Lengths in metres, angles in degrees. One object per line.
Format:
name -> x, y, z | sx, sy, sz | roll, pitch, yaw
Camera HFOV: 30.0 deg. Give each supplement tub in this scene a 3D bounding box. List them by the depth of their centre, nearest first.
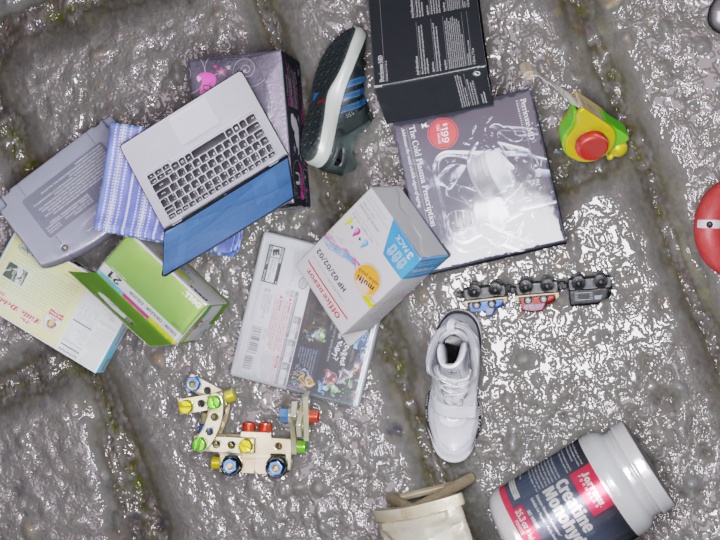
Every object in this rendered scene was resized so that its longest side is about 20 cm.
supplement tub -> 0.274, 0.291, 1.678 | 0.200, 0.140, 0.141 | -33, 84, 8

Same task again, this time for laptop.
laptop -> -0.191, -0.121, 1.639 | 0.187, 0.116, 0.200 | -30, 82, 9

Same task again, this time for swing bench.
swing bench -> 0.102, 0.374, 1.676 | 0.129, 0.200, 0.199 | -16, 87, 9

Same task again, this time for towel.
towel -> -0.238, -0.103, 1.715 | 0.199, 0.024, 0.145 | 10, 92, 10

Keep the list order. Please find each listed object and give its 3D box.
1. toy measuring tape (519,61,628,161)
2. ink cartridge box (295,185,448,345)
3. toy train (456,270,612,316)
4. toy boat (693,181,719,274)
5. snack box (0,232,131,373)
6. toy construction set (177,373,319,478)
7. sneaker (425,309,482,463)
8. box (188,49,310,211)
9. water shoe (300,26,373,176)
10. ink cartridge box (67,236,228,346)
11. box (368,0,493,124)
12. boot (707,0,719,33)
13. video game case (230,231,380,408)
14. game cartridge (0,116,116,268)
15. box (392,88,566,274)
toy measuring tape -> 0.258, -0.189, 1.691 | 0.200, 0.074, 0.074 | 28, 95, -30
ink cartridge box -> 0.000, 0.000, 1.697 | 0.200, 0.068, 0.115 | -45, 70, 31
toy train -> 0.225, 0.032, 1.744 | 0.199, 0.034, 0.046 | -5, 101, 9
toy boat -> 0.510, -0.051, 1.645 | 0.199, 0.131, 0.131 | 3, 90, 9
snack box -> -0.413, 0.042, 1.848 | 0.200, 0.037, 0.116 | 30, 93, 8
toy construction set -> -0.144, 0.206, 1.780 | 0.199, 0.092, 0.132 | 2, 90, 20
sneaker -> 0.116, 0.150, 1.718 | 0.075, 0.115, 0.201 | 3, 90, 10
box -> -0.146, -0.178, 1.765 | 0.132, 0.115, 0.201 | -5, 88, 9
water shoe -> -0.021, -0.221, 1.776 | 0.079, 0.071, 0.200 | 25, 76, -32
ink cartridge box -> -0.270, 0.024, 1.741 | 0.148, 0.200, 0.076 | 42, 96, 7
box -> 0.086, -0.294, 1.700 | 0.141, 0.079, 0.200 | -8, 55, 8
boot -> 0.531, -0.322, 1.643 | 0.199, 0.132, 0.070 | 3, 91, 9
video game case -> -0.065, 0.065, 1.797 | 0.181, 0.023, 0.201 | 14, 91, 10
game cartridge -> -0.379, -0.100, 1.826 | 0.200, 0.040, 0.133 | -37, 79, -5
box -> 0.154, -0.111, 1.720 | 0.182, 0.104, 0.201 | -14, 88, 8
